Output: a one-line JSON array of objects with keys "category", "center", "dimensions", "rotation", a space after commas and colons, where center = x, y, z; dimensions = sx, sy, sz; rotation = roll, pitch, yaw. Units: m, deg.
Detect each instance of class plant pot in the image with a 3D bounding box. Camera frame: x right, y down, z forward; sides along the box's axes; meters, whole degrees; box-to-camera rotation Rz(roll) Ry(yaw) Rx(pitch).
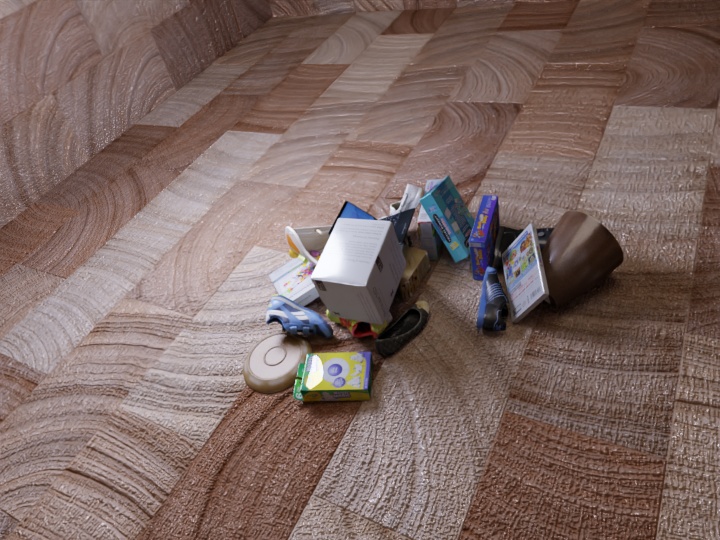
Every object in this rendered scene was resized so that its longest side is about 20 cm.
[{"category": "plant pot", "center": [0.519, -0.009, 1.461], "dimensions": [0.200, 0.188, 0.186], "rotation": [-45, 45, -7]}, {"category": "plant pot", "center": [-0.224, 0.234, 1.548], "dimensions": [0.193, 0.028, 0.204], "rotation": [-10, 42, 8]}]

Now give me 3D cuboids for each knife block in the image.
[{"category": "knife block", "center": [0.106, -0.019, 1.686], "dimensions": [0.171, 0.065, 0.201], "rotation": [13, 49, 32]}]

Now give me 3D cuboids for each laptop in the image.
[{"category": "laptop", "center": [0.036, -0.139, 1.643], "dimensions": [0.195, 0.105, 0.179], "rotation": [-16, 31, 29]}]

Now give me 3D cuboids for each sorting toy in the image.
[{"category": "sorting toy", "center": [-0.099, -0.045, 1.654], "dimensions": [0.196, 0.110, 0.179], "rotation": [-8, 37, -42]}]

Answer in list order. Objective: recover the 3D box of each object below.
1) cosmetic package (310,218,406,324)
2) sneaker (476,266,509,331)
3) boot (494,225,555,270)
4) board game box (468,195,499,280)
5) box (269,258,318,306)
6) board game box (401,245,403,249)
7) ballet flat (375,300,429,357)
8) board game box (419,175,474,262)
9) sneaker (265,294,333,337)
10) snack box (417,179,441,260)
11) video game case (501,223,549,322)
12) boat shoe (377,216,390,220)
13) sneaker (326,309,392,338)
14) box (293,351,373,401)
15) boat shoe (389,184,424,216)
[{"category": "cosmetic package", "center": [0.000, 0.000, 1.486], "dimensions": [0.160, 0.167, 0.204], "rotation": [5, 55, 27]}, {"category": "sneaker", "center": [0.346, 0.075, 1.499], "dimensions": [0.075, 0.071, 0.203], "rotation": [9, 48, 13]}, {"category": "boot", "center": [0.473, -0.060, 1.609], "dimensions": [0.193, 0.067, 0.168], "rotation": [6, 47, 19]}, {"category": "board game box", "center": [0.349, -0.093, 1.626], "dimensions": [0.043, 0.137, 0.203], "rotation": [4, 44, 22]}, {"category": "box", "center": [-0.176, 0.029, 1.716], "dimensions": [0.153, 0.042, 0.200], "rotation": [-32, 34, -6]}, {"category": "board game box", "center": [0.021, -0.015, 1.663], "dimensions": [0.194, 0.043, 0.205], "rotation": [-12, 47, 36]}, {"category": "ballet flat", "center": [0.113, 0.144, 1.505], "dimensions": [0.065, 0.058, 0.199], "rotation": [24, 55, 37]}, {"category": "board game box", "center": [0.259, -0.148, 1.650], "dimensions": [0.046, 0.203, 0.151], "rotation": [-25, 11, 38]}, {"category": "sneaker", "center": [-0.167, 0.142, 1.570], "dimensions": [0.195, 0.074, 0.084], "rotation": [24, 65, 7]}, {"category": "snack box", "center": [0.215, -0.151, 1.732], "dimensions": [0.051, 0.145, 0.203], "rotation": [2, 44, 17]}, {"category": "video game case", "center": [0.410, 0.007, 1.462], "dimensions": [0.017, 0.144, 0.206], "rotation": [10, 55, -16]}, {"category": "boat shoe", "center": [0.026, -0.109, 1.780], "dimensions": [0.196, 0.077, 0.092], "rotation": [-6, 23, 44]}, {"category": "sneaker", "center": [-0.017, 0.131, 1.541], "dimensions": [0.195, 0.079, 0.091], "rotation": [3, 45, 33]}, {"category": "box", "center": [-0.069, 0.261, 1.438], "dimensions": [0.193, 0.049, 0.119], "rotation": [-5, 42, 10]}, {"category": "boat shoe", "center": [0.119, -0.180, 1.766], "dimensions": [0.068, 0.202, 0.072], "rotation": [26, 35, -8]}]
